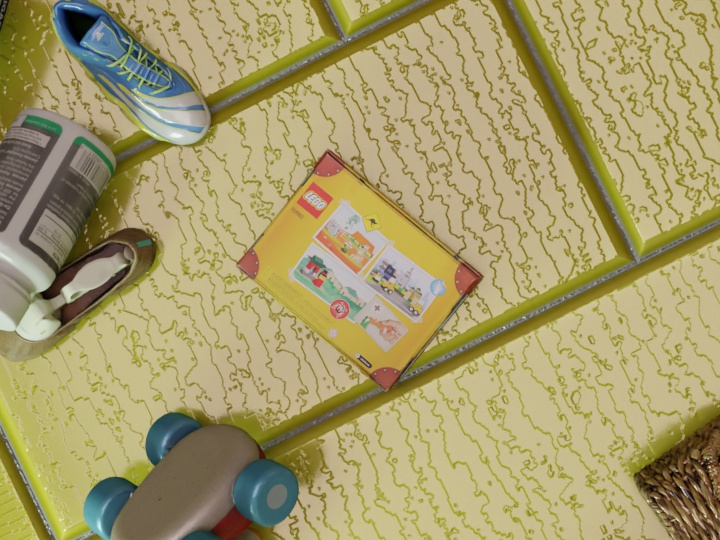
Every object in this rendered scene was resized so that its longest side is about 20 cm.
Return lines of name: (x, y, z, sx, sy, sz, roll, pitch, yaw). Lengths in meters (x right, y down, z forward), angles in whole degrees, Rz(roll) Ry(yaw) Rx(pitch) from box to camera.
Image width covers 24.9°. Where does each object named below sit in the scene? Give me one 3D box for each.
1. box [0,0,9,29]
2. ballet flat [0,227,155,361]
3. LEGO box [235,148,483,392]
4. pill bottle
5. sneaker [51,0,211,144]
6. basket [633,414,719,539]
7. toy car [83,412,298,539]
box: (-0.465, -0.222, 1.608, 0.198, 0.050, 0.201, 19, 100, 8)
ballet flat: (-0.295, 0.025, 1.651, 0.200, 0.072, 0.068, -32, 89, 4)
LEGO box: (0.000, 0.000, 1.625, 0.200, 0.077, 0.149, 40, 93, 3)
pill bottle: (-0.333, -0.050, 1.604, 0.113, 0.113, 0.200, 25, 70, 4)
sneaker: (-0.238, -0.200, 1.629, 0.200, 0.105, 0.076, 40, 93, 4)
basket: (0.378, 0.243, 1.564, 0.149, 0.143, 0.200, -34, 88, 5)
toy car: (-0.138, 0.271, 1.621, 0.177, 0.184, 0.200, -48, 130, -21)
